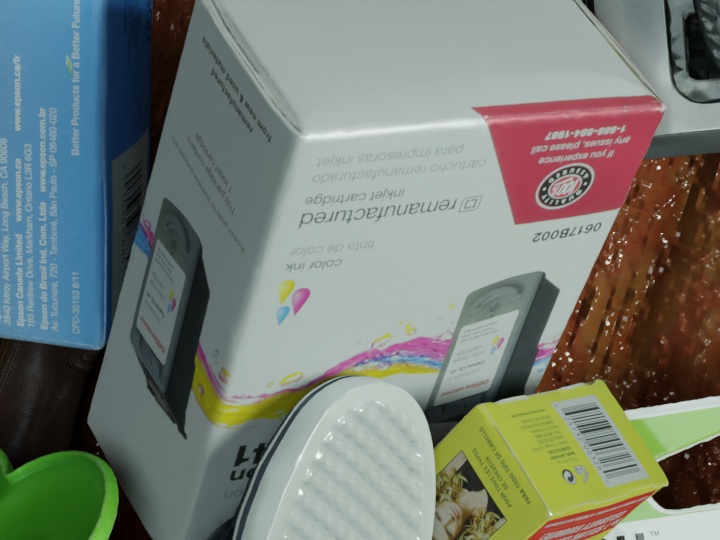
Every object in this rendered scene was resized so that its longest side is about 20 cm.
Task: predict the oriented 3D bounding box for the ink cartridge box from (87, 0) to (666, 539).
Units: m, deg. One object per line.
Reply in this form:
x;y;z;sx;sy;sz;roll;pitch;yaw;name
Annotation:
0.000;0.000;0.681;0.086;0.147;0.200;54;140;38;ink cartridge box

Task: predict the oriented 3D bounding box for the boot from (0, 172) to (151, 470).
-0.110;0.052;0.795;0.186;0.064;0.200;22;97;11;boot

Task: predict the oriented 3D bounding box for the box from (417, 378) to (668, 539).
0.022;0.120;0.716;0.200;0.075;0.050;-49;62;34;box

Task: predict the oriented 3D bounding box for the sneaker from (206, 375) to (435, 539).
-0.034;0.126;0.665;0.079;0.078;0.200;22;103;50;sneaker

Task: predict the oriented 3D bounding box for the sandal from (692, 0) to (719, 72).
0.127;-0.159;0.635;0.075;0.048;0.201;-5;102;11;sandal

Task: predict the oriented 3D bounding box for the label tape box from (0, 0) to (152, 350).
-0.181;-0.058;0.721;0.200;0.066;0.144;8;112;11;label tape box

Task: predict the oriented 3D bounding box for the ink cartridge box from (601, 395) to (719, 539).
0.156;0.146;0.734;0.148;0.076;0.200;-10;87;12;ink cartridge box

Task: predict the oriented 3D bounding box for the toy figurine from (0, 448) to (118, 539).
-0.122;0.171;0.745;0.200;0.150;0.184;-19;126;28;toy figurine

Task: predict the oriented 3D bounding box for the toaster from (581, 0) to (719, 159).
0.165;-0.134;0.706;0.200;0.119;0.181;-4;91;11;toaster
